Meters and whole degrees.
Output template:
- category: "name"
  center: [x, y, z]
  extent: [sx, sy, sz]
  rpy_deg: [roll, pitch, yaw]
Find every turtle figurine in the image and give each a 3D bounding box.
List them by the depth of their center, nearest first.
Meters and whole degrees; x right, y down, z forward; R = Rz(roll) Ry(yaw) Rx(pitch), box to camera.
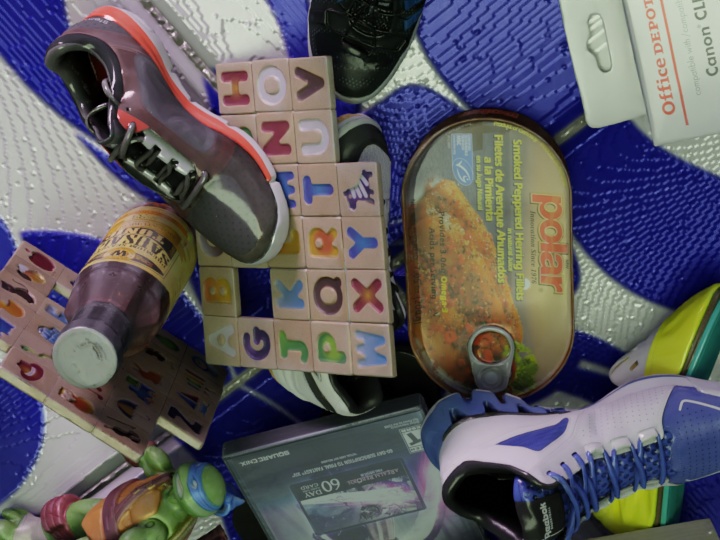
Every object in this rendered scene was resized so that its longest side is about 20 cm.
- category: "turtle figurine"
  center: [-0.200, 0.157, 1.306]
  extent: [0.194, 0.200, 0.144]
  rpy_deg: [-34, 65, 32]

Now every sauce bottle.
- category: "sauce bottle"
  center: [-0.149, 0.016, 1.222]
  extent: [0.066, 0.200, 0.066]
  rpy_deg: [2, 111, 4]

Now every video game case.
- category: "video game case"
  center: [0.007, 0.175, 1.332]
  extent: [0.142, 0.019, 0.200]
  rpy_deg: [-15, 126, 13]

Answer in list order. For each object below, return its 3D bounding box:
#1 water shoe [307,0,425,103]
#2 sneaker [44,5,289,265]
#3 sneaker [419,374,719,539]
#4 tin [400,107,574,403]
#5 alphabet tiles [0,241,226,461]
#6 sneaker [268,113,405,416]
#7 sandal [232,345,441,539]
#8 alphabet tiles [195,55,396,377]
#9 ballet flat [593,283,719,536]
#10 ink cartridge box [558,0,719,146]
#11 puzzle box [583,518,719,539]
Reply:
- category: "water shoe"
  center: [0.012, -0.191, 1.184]
  extent: [0.071, 0.079, 0.201]
  rpy_deg: [20, 113, -1]
- category: "sneaker"
  center: [-0.131, -0.076, 1.221]
  extent: [0.200, 0.082, 0.077]
  rpy_deg: [48, 125, 7]
- category: "sneaker"
  center: [0.137, 0.131, 1.208]
  extent: [0.199, 0.115, 0.081]
  rpy_deg: [-5, 118, 5]
- category: "tin"
  center: [0.086, -0.010, 1.271]
  extent: [0.112, 0.042, 0.201]
  rpy_deg: [2, 112, 11]
- category: "alphabet tiles"
  center: [-0.168, 0.056, 1.233]
  extent: [0.167, 0.200, 0.008]
  rpy_deg: [34, 106, -7]
- category: "sneaker"
  center: [0.000, 0.000, 1.245]
  extent: [0.088, 0.075, 0.201]
  rpy_deg: [32, 123, 43]
- category: "sandal"
  center: [-0.015, 0.135, 1.336]
  extent: [0.075, 0.045, 0.200]
  rpy_deg: [39, 111, -9]
- category: "alphabet tiles"
  center: [-0.048, -0.034, 1.228]
  extent: [0.167, 0.008, 0.201]
  rpy_deg: [1, 99, 42]
- category: "ballet flat"
  center: [0.195, 0.094, 1.289]
  extent: [0.067, 0.067, 0.201]
  rpy_deg: [20, 117, 23]
- category: "ink cartridge box"
  center: [0.225, -0.149, 1.180]
  extent: [0.199, 0.068, 0.117]
  rpy_deg: [-12, 110, 11]
- category: "puzzle box"
  center: [0.145, 0.240, 1.311]
  extent: [0.199, 0.025, 0.133]
  rpy_deg: [-8, 125, -5]
